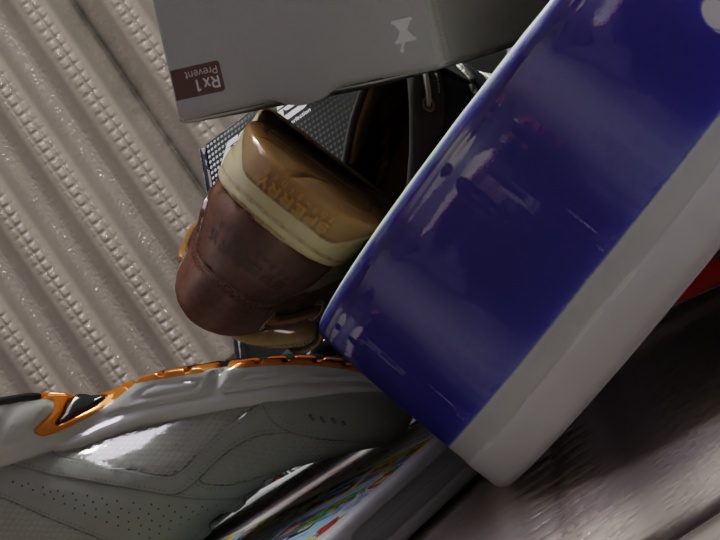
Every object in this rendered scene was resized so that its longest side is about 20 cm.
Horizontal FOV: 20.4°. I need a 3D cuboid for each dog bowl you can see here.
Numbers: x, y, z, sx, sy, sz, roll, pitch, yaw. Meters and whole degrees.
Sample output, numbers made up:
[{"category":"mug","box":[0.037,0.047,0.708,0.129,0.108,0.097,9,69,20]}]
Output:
[{"category":"dog bowl","box":[0.077,-0.033,0.634,0.200,0.079,0.200,-51,-4,-5]}]

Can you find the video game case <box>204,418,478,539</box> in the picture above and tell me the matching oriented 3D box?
[{"category":"video game case","box":[-0.033,0.107,0.745,0.200,0.023,0.182,-31,4,47]}]

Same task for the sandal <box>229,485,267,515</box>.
[{"category":"sandal","box":[-0.114,0.102,0.890,0.082,0.050,0.202,-45,-24,13]}]

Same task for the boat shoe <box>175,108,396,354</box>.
[{"category":"boat shoe","box":[-0.028,-0.008,0.707,0.072,0.072,0.200,-54,0,6]}]

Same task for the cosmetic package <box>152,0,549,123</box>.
[{"category":"cosmetic package","box":[0.017,-0.113,0.723,0.106,0.091,0.200,-10,5,26]}]

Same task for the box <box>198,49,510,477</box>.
[{"category":"box","box":[0.018,-0.026,0.943,0.200,0.194,0.047,-33,-36,29]}]

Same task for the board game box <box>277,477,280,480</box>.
[{"category":"board game box","box":[-0.053,0.091,1.089,0.200,0.046,0.152,-35,2,0]}]

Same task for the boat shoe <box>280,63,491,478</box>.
[{"category":"boat shoe","box":[0.000,0.000,0.868,0.067,0.072,0.201,17,-83,-45]}]

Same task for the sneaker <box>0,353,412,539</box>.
[{"category":"sneaker","box":[-0.075,0.084,0.743,0.199,0.092,0.076,-10,-2,5]}]

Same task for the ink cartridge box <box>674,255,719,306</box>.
[{"category":"ink cartridge box","box":[0.189,-0.063,0.743,0.200,0.050,0.162,-29,5,45]}]

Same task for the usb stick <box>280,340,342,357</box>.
[{"category":"usb stick","box":[-0.075,0.095,0.824,0.200,0.033,0.055,-42,-8,11]}]
